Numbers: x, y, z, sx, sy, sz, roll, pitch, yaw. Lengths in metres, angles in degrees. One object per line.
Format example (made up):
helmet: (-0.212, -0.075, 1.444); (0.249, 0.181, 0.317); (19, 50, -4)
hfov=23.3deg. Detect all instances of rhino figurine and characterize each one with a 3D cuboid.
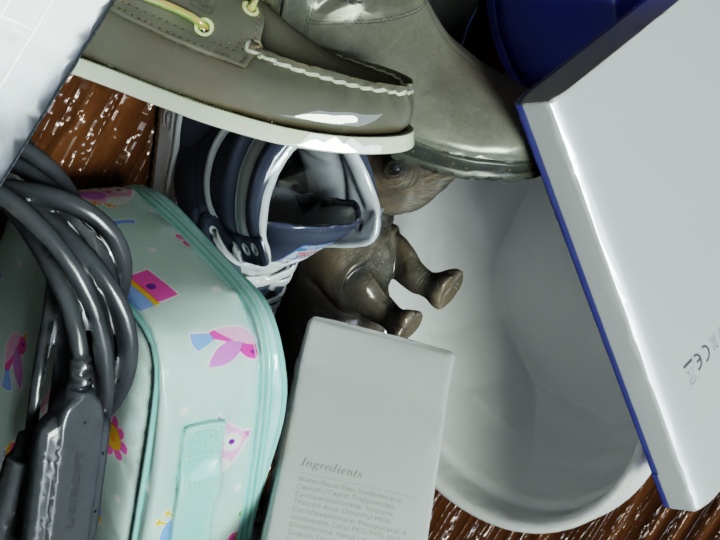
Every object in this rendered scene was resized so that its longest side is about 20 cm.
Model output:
rhino figurine: (0.000, 0.000, 0.852); (0.060, 0.087, 0.201); (-28, 142, -50)

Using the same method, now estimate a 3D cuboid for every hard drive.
hard drive: (0.146, -0.015, 0.771); (0.132, 0.025, 0.201); (-38, 116, -35)

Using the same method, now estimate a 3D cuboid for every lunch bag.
lunch bag: (-0.102, 0.076, 0.766); (0.077, 0.160, 0.201); (-10, 124, -35)

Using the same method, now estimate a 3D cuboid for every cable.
cable: (-0.165, 0.033, 0.692); (0.051, 0.162, 0.201); (-17, 118, -59)

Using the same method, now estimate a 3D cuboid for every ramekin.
ramekin: (0.098, 0.022, 0.884); (0.105, 0.200, 0.201); (-18, 130, -42)

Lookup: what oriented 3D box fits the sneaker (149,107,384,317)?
sneaker: (-0.049, -0.001, 0.797); (0.070, 0.108, 0.201); (-15, 128, -32)

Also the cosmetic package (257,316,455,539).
cosmetic package: (-0.012, 0.134, 0.755); (0.102, 0.074, 0.201); (107, -4, -58)

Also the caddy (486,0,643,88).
caddy: (0.133, -0.169, 0.837); (0.141, 0.105, 0.201); (13, 91, -42)

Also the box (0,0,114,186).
box: (-0.218, -0.068, 0.555); (0.196, 0.124, 0.201); (29, 98, -28)

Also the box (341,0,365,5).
box: (-0.054, -0.220, 0.624); (0.199, 0.048, 0.194); (18, 105, -17)

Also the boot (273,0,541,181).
boot: (0.011, -0.126, 0.714); (0.199, 0.068, 0.131); (24, 118, -2)

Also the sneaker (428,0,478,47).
sneaker: (0.020, -0.177, 0.772); (0.078, 0.070, 0.201); (-33, 137, -39)

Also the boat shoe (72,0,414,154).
boat shoe: (-0.070, -0.095, 0.678); (0.200, 0.072, 0.061); (16, 103, 0)

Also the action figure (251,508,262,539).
action figure: (-0.032, 0.148, 0.938); (0.200, 0.117, 0.055); (11, 72, -64)
